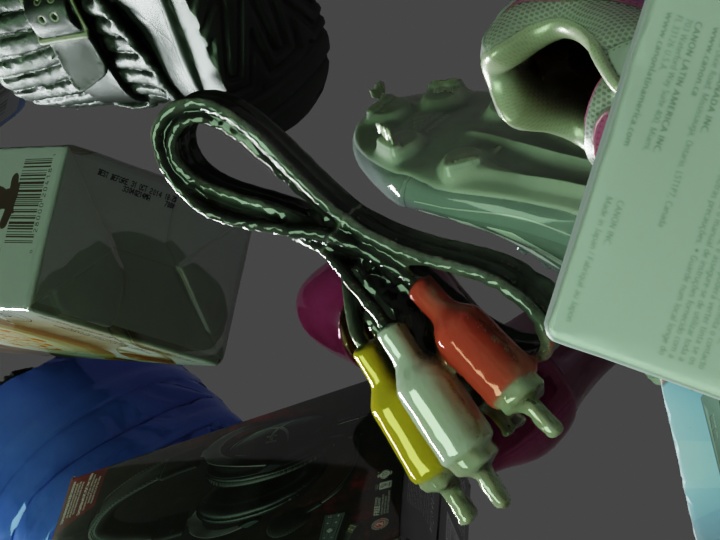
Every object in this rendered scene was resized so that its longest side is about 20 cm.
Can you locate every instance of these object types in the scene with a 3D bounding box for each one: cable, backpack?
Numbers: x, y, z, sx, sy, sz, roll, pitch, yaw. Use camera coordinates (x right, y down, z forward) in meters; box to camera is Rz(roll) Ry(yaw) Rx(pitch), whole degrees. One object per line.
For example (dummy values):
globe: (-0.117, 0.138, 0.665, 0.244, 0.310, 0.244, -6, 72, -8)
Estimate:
cable: (0.000, 0.000, 0.903, 0.200, 0.050, 0.097, 45, 131, 5)
backpack: (-0.123, 0.141, 1.257, 0.168, 0.162, 0.200, 34, 137, 29)

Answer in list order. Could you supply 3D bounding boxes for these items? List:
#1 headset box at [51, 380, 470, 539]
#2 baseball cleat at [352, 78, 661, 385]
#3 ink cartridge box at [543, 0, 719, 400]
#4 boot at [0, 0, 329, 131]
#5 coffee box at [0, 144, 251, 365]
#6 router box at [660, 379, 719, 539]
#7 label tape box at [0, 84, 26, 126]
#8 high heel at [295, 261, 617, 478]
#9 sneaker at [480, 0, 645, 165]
headset box: (-0.056, 0.135, 1.076, 0.199, 0.149, 0.077, -18, 114, 13)
baseball cleat: (0.079, -0.009, 0.909, 0.200, 0.070, 0.107, 19, 137, 43)
ink cartridge box: (0.170, -0.024, 0.706, 0.199, 0.057, 0.163, 19, 100, 10)
boot: (-0.107, -0.149, 0.965, 0.158, 0.079, 0.212, 15, 129, 41)
coffee box: (-0.161, -0.007, 1.160, 0.114, 0.080, 0.200, 20, 168, -40)
router box: (0.202, 0.063, 0.787, 0.200, 0.062, 0.150, 6, 130, 32)
label tape box: (-0.238, -0.167, 1.167, 0.200, 0.063, 0.144, 46, 150, 8)
high heel: (0.016, 0.038, 1.017, 0.200, 0.096, 0.068, 1, 124, 53)
sneaker: (0.120, -0.052, 0.788, 0.200, 0.088, 0.082, 20, 138, 41)
